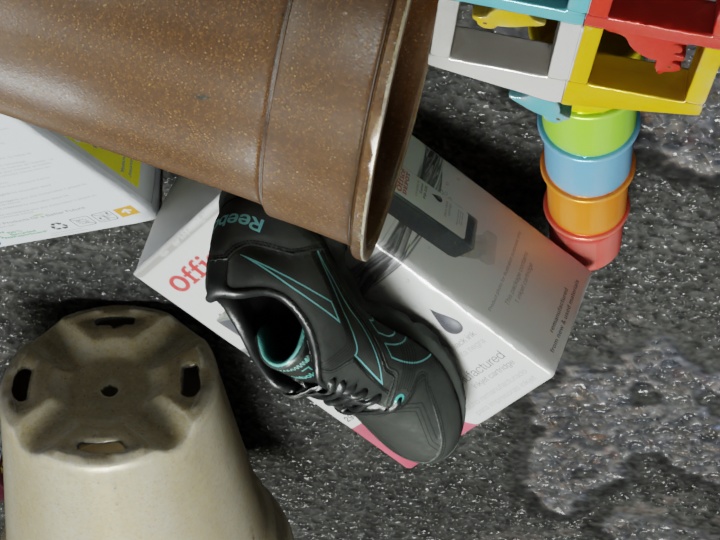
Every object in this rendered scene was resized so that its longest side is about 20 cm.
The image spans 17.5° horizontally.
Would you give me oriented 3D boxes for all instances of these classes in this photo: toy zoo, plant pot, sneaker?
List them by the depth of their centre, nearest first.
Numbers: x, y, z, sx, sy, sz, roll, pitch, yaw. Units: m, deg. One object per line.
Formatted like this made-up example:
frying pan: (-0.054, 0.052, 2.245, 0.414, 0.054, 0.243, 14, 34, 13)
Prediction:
toy zoo: (0.100, -0.120, 1.023, 0.130, 0.021, 0.200, 10, 156, 2)
plant pot: (-0.068, -0.123, 1.041, 0.197, 0.201, 0.201, 13, 147, 4)
sneaker: (-0.018, 0.041, 1.187, 0.075, 0.080, 0.200, -16, 128, 36)
plant pot: (-0.144, 0.129, 1.447, 0.199, 0.201, 0.184, 3, 135, 7)

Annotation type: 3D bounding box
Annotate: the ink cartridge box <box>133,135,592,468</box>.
ink cartridge box: (0.000, 0.000, 1.259, 0.200, 0.085, 0.146, 37, 138, -14)

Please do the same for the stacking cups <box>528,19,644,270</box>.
stacking cups: (0.116, -0.063, 1.197, 0.060, 0.061, 0.200, 3, 146, 7)

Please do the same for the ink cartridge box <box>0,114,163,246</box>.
ink cartridge box: (-0.240, -0.064, 1.251, 0.197, 0.047, 0.200, -8, 155, 24)

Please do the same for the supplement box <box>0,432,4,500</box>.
supplement box: (-0.306, 0.080, 1.498, 0.108, 0.061, 0.200, -7, 143, 21)
